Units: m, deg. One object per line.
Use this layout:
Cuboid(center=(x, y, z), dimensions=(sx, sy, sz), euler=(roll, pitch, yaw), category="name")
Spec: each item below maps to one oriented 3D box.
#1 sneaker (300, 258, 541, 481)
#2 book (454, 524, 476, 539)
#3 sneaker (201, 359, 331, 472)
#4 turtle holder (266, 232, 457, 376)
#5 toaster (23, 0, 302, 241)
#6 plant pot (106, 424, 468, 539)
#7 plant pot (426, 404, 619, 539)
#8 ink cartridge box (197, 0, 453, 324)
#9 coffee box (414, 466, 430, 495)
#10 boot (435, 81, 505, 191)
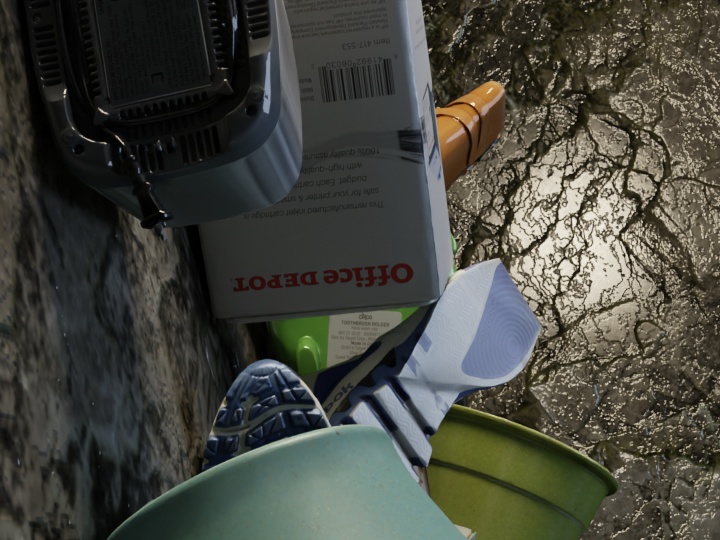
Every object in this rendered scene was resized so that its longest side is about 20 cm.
Cuboid(center=(0.015, 0.069, 0.958), dimensions=(0.199, 0.114, 0.081), euler=(-44, 113, -32), category="sneaker")
Cuboid(center=(0.022, 0.256, 0.993), dimensions=(0.200, 0.047, 0.136), euler=(-24, 125, -73), category="book")
Cuboid(center=(-0.047, 0.142, 0.855), dimensions=(0.085, 0.076, 0.203), euler=(-113, -163, -74), category="sneaker")
Cuboid(center=(-0.008, 0.008, 1.073), dimensions=(0.187, 0.140, 0.132), euler=(63, -7, 6), category="turtle holder")
Cuboid(center=(-0.086, -0.103, 0.716), dimensions=(0.129, 0.112, 0.203), euler=(58, 19, -77), category="toaster")
Cuboid(center=(-0.014, 0.173, 0.597), dimensions=(0.190, 0.198, 0.200), euler=(64, 2, 20), category="plant pot")
Cuboid(center=(0.096, 0.237, 1.282), dimensions=(0.200, 0.198, 0.192), euler=(61, 48, -68), category="plant pot")
Cuboid(center=(-0.028, -0.082, 0.918), dimensions=(0.086, 0.144, 0.203), euler=(-62, 146, -70), category="ink cartridge box")
Cuboid(center=(0.010, 0.170, 1.173), dimensions=(0.113, 0.079, 0.203), euler=(51, 29, -75), category="coffee box")
Cuboid(center=(0.065, -0.109, 1.263), dimensions=(0.074, 0.154, 0.200), euler=(53, -17, 2), category="boot")
